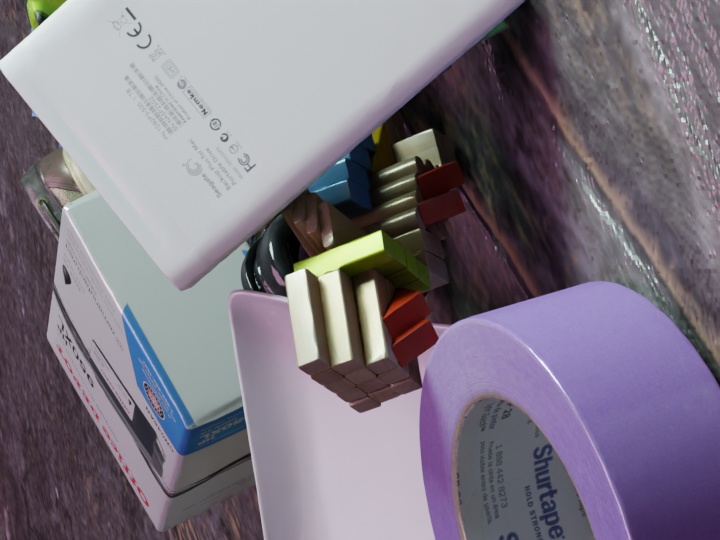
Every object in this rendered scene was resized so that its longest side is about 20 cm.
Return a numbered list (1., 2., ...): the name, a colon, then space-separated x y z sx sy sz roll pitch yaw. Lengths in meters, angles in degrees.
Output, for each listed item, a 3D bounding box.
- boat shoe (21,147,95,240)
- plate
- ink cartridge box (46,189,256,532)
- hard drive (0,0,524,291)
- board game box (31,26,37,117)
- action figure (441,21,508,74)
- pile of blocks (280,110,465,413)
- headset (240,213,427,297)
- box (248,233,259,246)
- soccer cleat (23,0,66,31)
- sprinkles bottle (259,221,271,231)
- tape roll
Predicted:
1. boat shoe: -0.149 0.009 1.814 0.201 0.066 0.072 62 -163 -10
2. plate: 0.030 0.109 1.373 0.199 0.032 0.201 8 114 39
3. ink cartridge box: -0.104 0.044 1.576 0.145 0.084 0.200 59 162 15
4. hard drive: -0.045 -0.105 1.238 0.132 0.200 0.026 51 -168 3
5. board game box: -0.126 -0.175 1.597 0.200 0.043 0.200 15 108 55
6. action figure: -0.033 -0.164 1.272 0.201 0.118 0.055 61 -178 3
7. pile of blocks: 0.012 -0.025 1.286 0.082 0.062 0.200 55 -155 -32
8. headset: 0.000 0.000 1.451 0.123 0.094 0.201 -13 79 60
9. box: -0.038 0.027 1.615 0.200 0.044 0.161 100 150 -54
10. soccer cleat: -0.140 -0.211 1.526 0.081 0.067 0.201 -93 17 -51
11. sprinkles bottle: -0.091 -0.111 1.343 0.068 0.068 0.201 -138 31 -61
12. tape roll: 0.098 0.109 1.192 0.200 0.065 0.201 50 149 46
